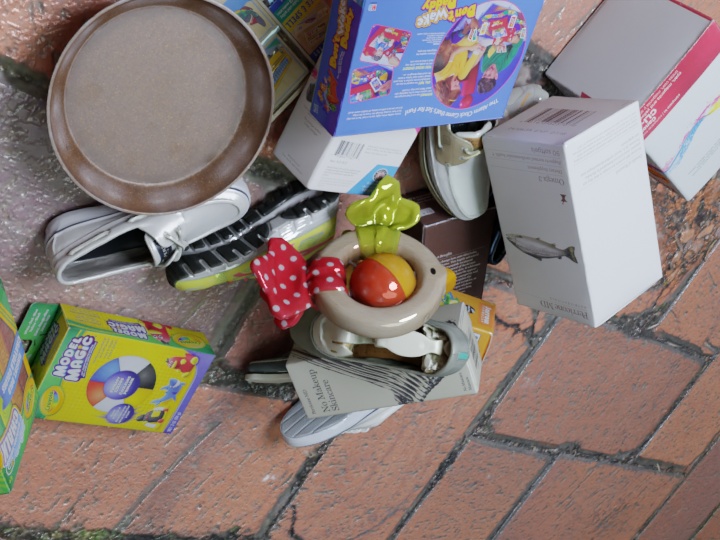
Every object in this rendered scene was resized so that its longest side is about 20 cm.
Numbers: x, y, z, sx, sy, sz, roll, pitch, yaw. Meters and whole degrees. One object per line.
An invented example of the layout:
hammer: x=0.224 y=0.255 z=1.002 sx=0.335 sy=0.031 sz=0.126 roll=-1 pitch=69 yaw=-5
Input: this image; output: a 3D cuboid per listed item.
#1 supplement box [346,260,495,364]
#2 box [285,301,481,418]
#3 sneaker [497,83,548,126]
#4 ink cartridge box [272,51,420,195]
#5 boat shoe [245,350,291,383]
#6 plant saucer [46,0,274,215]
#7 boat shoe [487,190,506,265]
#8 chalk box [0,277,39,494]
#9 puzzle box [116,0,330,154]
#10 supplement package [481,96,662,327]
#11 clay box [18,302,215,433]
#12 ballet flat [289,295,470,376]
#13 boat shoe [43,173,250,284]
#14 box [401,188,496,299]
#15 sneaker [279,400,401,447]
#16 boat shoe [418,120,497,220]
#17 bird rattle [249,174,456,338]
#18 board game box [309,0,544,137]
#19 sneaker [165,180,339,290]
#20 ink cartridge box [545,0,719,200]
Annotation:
supplement box: x=0.052 y=0.046 z=1.000 sx=0.198 sy=0.067 sz=0.069 roll=20 pitch=124 yaw=-2
box: x=0.026 y=0.099 z=0.957 sx=0.198 sy=0.069 sz=0.083 roll=-13 pitch=116 yaw=18
sneaker: x=0.201 y=-0.114 z=0.995 sx=0.091 sy=0.076 sz=0.202 roll=-21 pitch=107 yaw=-1
ink cartridge box: x=0.013 y=-0.176 z=0.858 sx=0.114 sy=0.068 sz=0.201 roll=0 pitch=128 yaw=-49
boat shoe: x=-0.047 y=0.098 z=1.069 sx=0.198 sy=0.073 sz=0.063 roll=-7 pitch=83 yaw=-22
plant saucer: x=-0.172 y=-0.145 z=0.765 sx=0.198 sy=0.035 sz=0.202 roll=-15 pitch=126 yaw=-22
boat shoe: x=0.210 y=-0.090 z=1.079 sx=0.084 sy=0.069 sz=0.201 roll=18 pitch=111 yaw=-41
chalk box: x=-0.369 y=0.123 z=0.786 sx=0.122 sy=0.125 sz=0.202 roll=-4 pitch=128 yaw=-3
puzzle box: x=-0.114 y=-0.190 z=0.814 sx=0.200 sy=0.025 sz=0.133 roll=-46 pitch=136 yaw=4
supplement package: x=0.222 y=-0.064 z=0.917 sx=0.117 sy=0.116 sz=0.202 roll=-31 pitch=117 yaw=-28
clay box: x=-0.265 y=0.105 z=0.920 sx=0.199 sy=0.048 sz=0.116 roll=15 pitch=113 yaw=-41
ballet flat: x=0.010 y=0.063 z=0.881 sx=0.064 sy=0.198 sz=0.068 roll=9 pitch=89 yaw=-70
boat shoe: x=-0.195 y=-0.036 z=0.831 sx=0.198 sy=0.066 sz=0.072 roll=-14 pitch=140 yaw=-18
box: x=0.094 y=0.000 z=1.068 sx=0.099 sy=0.075 sz=0.202 roll=-15 pitch=131 yaw=-23
sneaker: x=-0.008 y=0.183 z=1.136 sx=0.198 sy=0.073 sz=0.071 roll=-24 pitch=130 yaw=-17
boat shoe: x=0.105 y=-0.142 z=0.926 sx=0.074 sy=0.068 sz=0.202 roll=-29 pitch=117 yaw=-24
bird rattle: x=0.000 y=0.000 z=0.853 sx=0.199 sy=0.162 sz=0.114 roll=-31 pitch=143 yaw=-39
board game box: x=0.061 y=-0.195 z=0.778 sx=0.198 sy=0.045 sz=0.135 roll=-12 pitch=134 yaw=-33
sneaker: x=-0.104 y=-0.017 z=0.917 sx=0.198 sy=0.078 sz=0.091 roll=-24 pitch=135 yaw=-18
ink cartridge box: x=0.348 y=-0.207 z=1.029 sx=0.199 sy=0.145 sz=0.145 roll=30 pitch=104 yaw=-44
